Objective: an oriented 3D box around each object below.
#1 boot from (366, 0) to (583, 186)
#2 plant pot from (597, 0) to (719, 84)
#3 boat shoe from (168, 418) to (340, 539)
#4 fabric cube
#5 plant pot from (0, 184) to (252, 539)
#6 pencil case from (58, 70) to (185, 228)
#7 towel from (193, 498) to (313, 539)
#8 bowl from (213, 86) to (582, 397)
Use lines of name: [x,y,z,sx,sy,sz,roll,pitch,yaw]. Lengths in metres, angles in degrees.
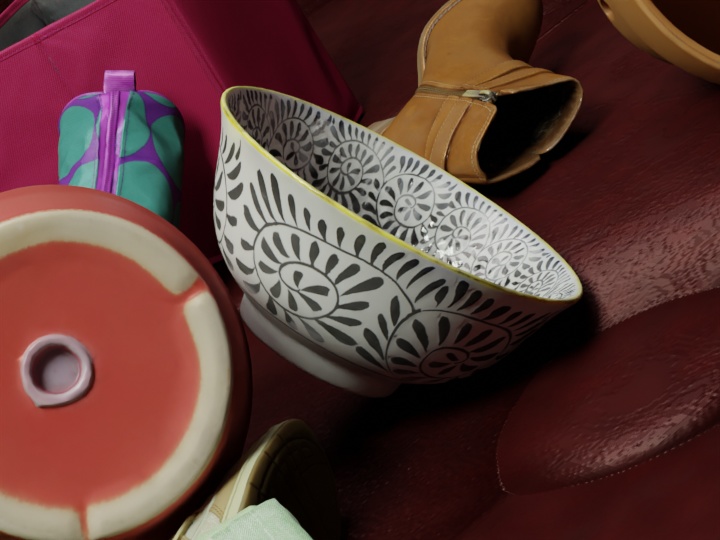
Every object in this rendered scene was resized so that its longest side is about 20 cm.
boot: [0.083,-0.117,1.293,0.200,0.077,0.155,-44,20,-25]
plant pot: [0.205,-0.187,1.135,0.200,0.200,0.140,-36,1,-11]
boat shoe: [-0.062,0.134,0.889,0.066,0.074,0.200,-17,23,24]
fabric cube: [-0.144,-0.120,1.483,0.200,0.200,0.196,-24,19,24]
plant pot: [-0.137,0.050,0.960,0.200,0.201,0.177,-35,1,-10]
pencil case: [-0.154,-0.020,1.306,0.085,0.093,0.200,-3,53,3]
towel: [-0.074,0.185,0.764,0.200,0.023,0.153,-35,49,-11]
bowl: [0.000,0.000,1.025,0.094,0.200,0.201,-61,13,13]
